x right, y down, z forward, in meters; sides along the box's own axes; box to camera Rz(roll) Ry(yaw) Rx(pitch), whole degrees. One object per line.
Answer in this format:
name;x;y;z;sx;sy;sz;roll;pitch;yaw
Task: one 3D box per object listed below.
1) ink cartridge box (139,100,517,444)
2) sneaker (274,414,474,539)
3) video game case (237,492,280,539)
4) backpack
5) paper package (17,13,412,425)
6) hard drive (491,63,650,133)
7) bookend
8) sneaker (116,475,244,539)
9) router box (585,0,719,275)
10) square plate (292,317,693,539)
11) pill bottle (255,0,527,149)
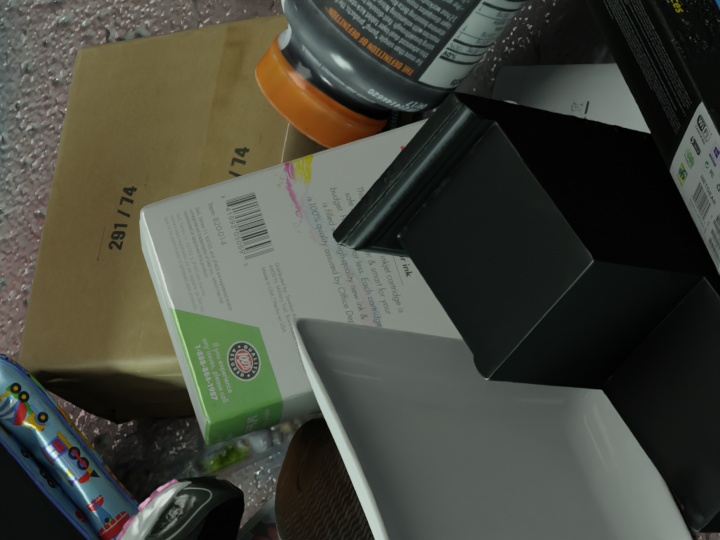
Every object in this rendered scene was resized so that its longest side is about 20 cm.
ink cartridge box;0.000;0.000;1.290;0.199;0.067;0.118;-17;77;-8
sneaker;0.021;0.127;1.276;0.200;0.084;0.073;25;94;65
video game case;0.024;0.152;1.314;0.200;0.023;0.183;-46;49;17
backpack;-0.216;0.138;1.431;0.134;0.183;0.200;-41;3;-15
paper package;-0.078;-0.025;1.421;0.190;0.103;0.201;-4;69;38
hard drive;0.141;-0.040;1.290;0.199;0.027;0.133;2;74;42
bookend;0.124;0.033;1.131;0.092;0.198;0.200;-49;58;26
sneaker;-0.089;0.203;1.354;0.086;0.080;0.201;28;115;29
router box;0.200;-0.089;1.177;0.051;0.148;0.201;111;146;-47
square plate;0.072;0.114;1.176;0.028;0.197;0.201;-52;45;33
pill bottle;0.031;-0.153;1.282;0.200;0.106;0.106;-50;48;22
